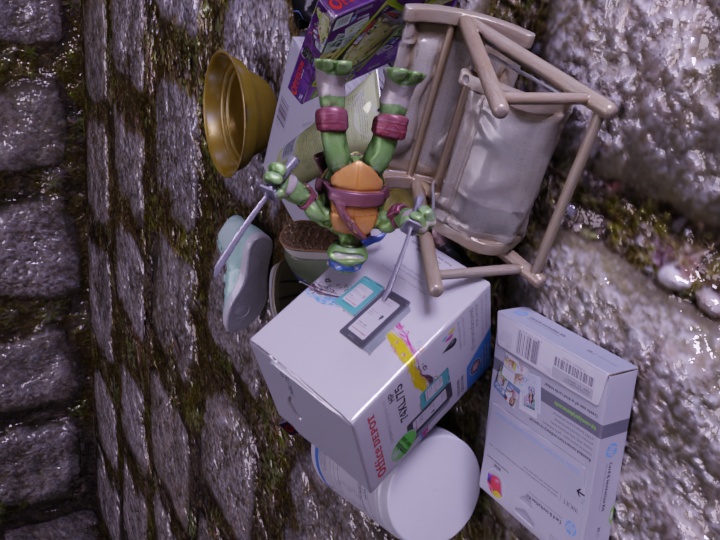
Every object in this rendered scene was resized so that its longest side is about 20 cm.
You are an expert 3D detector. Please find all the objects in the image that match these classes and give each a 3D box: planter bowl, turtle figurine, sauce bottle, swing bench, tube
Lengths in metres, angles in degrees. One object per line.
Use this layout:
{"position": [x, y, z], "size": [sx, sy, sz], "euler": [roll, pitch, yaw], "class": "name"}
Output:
{"position": [-0.187, -0.255, 1.349], "size": [0.200, 0.083, 0.203], "euler": [25, 118, 58], "class": "planter bowl"}
{"position": [-0.006, -0.081, 0.724], "size": [0.143, 0.199, 0.196], "euler": [14, 104, 30], "class": "turtle figurine"}
{"position": [0.071, -0.049, 0.933], "size": [0.201, 0.064, 0.065], "euler": [56, 142, 38], "class": "sauce bottle"}
{"position": [0.107, -0.117, 0.787], "size": [0.201, 0.128, 0.200], "euler": [-119, 34, -44], "class": "swing bench"}
{"position": [-0.027, -0.140, 0.888], "size": [0.058, 0.052, 0.199], "euler": [46, 151, -13], "class": "tube"}

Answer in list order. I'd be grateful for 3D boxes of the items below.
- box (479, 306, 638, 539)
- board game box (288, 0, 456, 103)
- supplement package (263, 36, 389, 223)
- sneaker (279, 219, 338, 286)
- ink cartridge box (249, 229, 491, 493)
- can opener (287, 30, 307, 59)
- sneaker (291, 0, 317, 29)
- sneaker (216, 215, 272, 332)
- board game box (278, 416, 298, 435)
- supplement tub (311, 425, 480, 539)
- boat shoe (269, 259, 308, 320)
{"position": [0.182, 0.156, 0.795], "size": [0.156, 0.041, 0.202], "euler": [32, 123, 56], "class": "box"}
{"position": [0.023, -0.246, 0.818], "size": [0.032, 0.199, 0.120], "euler": [47, 146, 15], "class": "board game box"}
{"position": [-0.031, -0.167, 1.045], "size": [0.156, 0.110, 0.201], "euler": [59, 144, 36], "class": "supplement package"}
{"position": [0.000, 0.000, 1.011], "size": [0.090, 0.198, 0.067], "euler": [85, -156, -50], "class": "sneaker"}
{"position": [0.017, 0.085, 0.845], "size": [0.146, 0.200, 0.147], "euler": [33, 153, 31], "class": "ink cartridge box"}
{"position": [-0.038, -0.328, 1.079], "size": [0.053, 0.066, 0.201], "euler": [64, 142, 32], "class": "can opener"}
{"position": [-0.006, -0.314, 0.985], "size": [0.199, 0.070, 0.079], "euler": [25, 126, 38], "class": "sneaker"}
{"position": [-0.218, 0.002, 1.473], "size": [0.118, 0.073, 0.202], "euler": [41, 122, 43], "class": "sneaker"}
{"position": [-0.013, 0.132, 1.031], "size": [0.199, 0.121, 0.032], "euler": [-25, 117, 41], "class": "board game box"}
{"position": [0.036, 0.232, 0.991], "size": [0.199, 0.131, 0.134], "euler": [11, 106, 60], "class": "supplement tub"}
{"position": [-0.111, 0.085, 1.294], "size": [0.068, 0.074, 0.202], "euler": [-17, 82, 56], "class": "boat shoe"}
